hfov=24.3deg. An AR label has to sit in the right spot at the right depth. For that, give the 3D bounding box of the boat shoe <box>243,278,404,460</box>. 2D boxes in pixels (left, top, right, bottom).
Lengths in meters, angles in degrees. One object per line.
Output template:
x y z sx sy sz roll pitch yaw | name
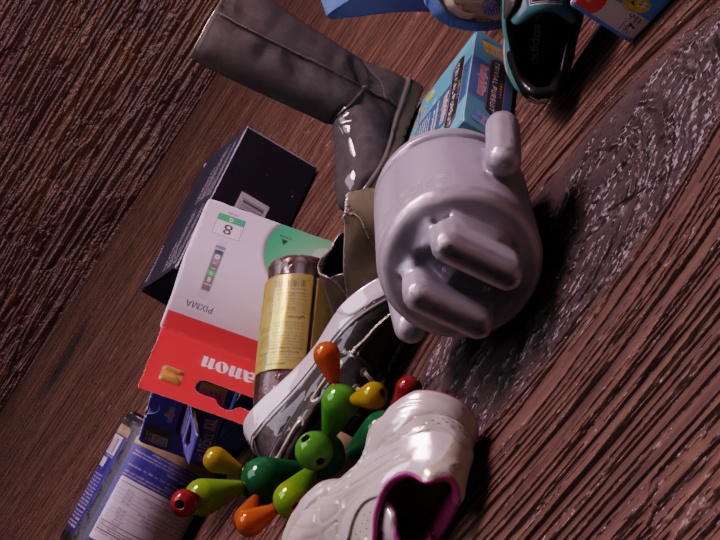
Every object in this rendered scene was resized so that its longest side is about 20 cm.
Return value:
-0.008 0.087 1.323 0.200 0.071 0.064 -49 49 14 | boat shoe

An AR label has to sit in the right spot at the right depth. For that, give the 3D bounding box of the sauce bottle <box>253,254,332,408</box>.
-0.060 0.088 1.424 0.065 0.064 0.201 -38 40 57 | sauce bottle

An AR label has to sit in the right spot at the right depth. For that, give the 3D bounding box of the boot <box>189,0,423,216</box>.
-0.056 -0.153 1.470 0.073 0.199 0.182 -47 18 45 | boot

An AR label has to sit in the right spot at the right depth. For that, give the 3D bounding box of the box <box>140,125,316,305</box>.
-0.163 -0.050 2.044 0.201 0.104 0.182 -65 15 -17 | box

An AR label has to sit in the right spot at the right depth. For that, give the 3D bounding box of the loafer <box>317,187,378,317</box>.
0.000 0.000 1.367 0.075 0.069 0.201 -74 1 -45 | loafer

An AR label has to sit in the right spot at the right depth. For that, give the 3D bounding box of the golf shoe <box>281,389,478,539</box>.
0.005 0.169 1.082 0.200 0.075 0.092 -55 18 25 | golf shoe

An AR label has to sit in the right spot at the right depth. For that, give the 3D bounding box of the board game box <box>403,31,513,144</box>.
0.059 -0.090 1.454 0.200 0.047 0.151 -51 16 35 | board game box

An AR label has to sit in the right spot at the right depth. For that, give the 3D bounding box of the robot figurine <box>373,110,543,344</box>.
0.066 -0.030 1.168 0.170 0.113 0.200 -57 14 21 | robot figurine

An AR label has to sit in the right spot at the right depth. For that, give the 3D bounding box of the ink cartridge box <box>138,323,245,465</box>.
-0.145 0.082 1.557 0.137 0.076 0.201 111 178 -49 | ink cartridge box

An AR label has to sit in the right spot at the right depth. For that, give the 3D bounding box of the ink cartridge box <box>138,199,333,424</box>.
-0.092 0.042 1.487 0.050 0.160 0.201 112 176 -47 | ink cartridge box

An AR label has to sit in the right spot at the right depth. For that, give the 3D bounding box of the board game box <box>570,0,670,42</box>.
0.240 -0.297 1.205 0.196 0.056 0.201 -47 19 45 | board game box

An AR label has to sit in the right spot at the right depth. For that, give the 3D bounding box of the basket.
0.083 -0.270 1.444 0.200 0.140 0.176 -21 -3 43 | basket

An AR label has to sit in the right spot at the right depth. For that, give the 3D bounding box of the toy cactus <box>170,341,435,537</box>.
-0.033 0.128 1.196 0.199 0.103 0.165 -32 -14 1 | toy cactus

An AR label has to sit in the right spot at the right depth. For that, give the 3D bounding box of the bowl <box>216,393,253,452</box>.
-0.103 0.092 1.684 0.201 0.039 0.201 -55 15 22 | bowl

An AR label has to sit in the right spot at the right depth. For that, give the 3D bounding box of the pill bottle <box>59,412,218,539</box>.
-0.229 0.252 1.660 0.201 0.112 0.112 -62 14 -7 | pill bottle

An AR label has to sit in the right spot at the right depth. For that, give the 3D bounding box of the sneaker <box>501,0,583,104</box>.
0.138 -0.224 1.254 0.080 0.071 0.201 -94 -1 -72 | sneaker
